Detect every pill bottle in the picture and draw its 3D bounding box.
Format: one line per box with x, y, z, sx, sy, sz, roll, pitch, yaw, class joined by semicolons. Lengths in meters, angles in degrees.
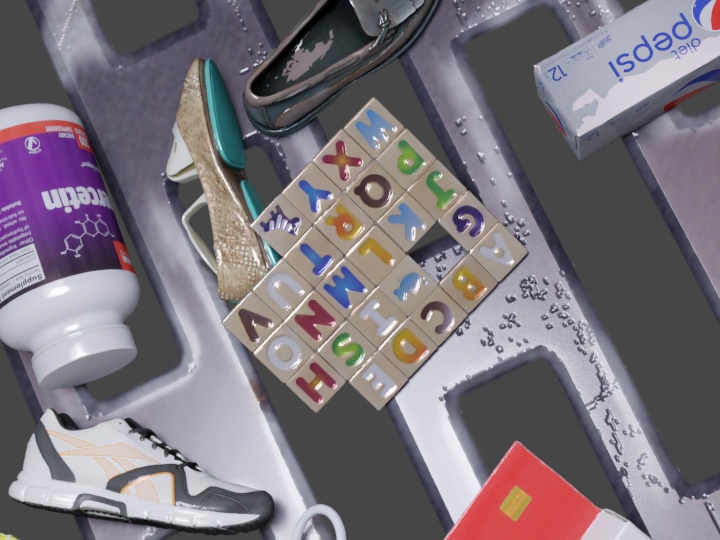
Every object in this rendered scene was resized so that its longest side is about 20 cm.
-0.235;-0.017;1.344;0.112;0.112;0.200;-22;76;2;pill bottle

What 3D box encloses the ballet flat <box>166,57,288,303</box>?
-0.113;-0.066;1.364;0.065;0.071;0.200;-23;72;13;ballet flat

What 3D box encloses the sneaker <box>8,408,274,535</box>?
-0.159;0.149;1.317;0.200;0.074;0.080;9;77;9;sneaker

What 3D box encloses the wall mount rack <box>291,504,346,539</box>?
-0.039;0.258;1.234;0.075;0.174;0.200;10;74;-35;wall mount rack

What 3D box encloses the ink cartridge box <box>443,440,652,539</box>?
0.119;0.248;1.226;0.176;0.045;0.200;39;83;-20;ink cartridge box

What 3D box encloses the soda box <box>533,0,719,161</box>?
0.232;-0.165;1.339;0.200;0.063;0.068;-31;74;0;soda box

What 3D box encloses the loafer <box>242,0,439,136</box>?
-0.011;-0.183;1.376;0.200;0.063;0.072;-45;76;-4;loafer

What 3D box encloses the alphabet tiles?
0.000;0.000;1.328;0.167;0.008;0.200;44;85;-10;alphabet tiles

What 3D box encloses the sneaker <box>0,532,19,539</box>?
-0.230;0.233;1.314;0.200;0.075;0.076;38;77;4;sneaker
